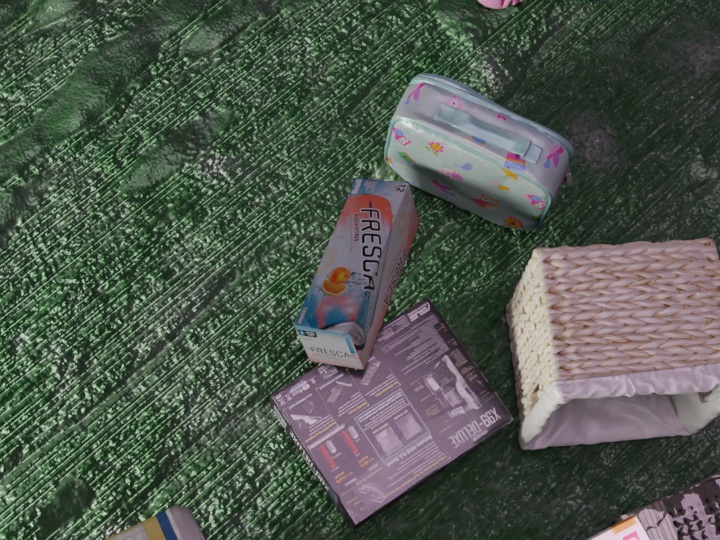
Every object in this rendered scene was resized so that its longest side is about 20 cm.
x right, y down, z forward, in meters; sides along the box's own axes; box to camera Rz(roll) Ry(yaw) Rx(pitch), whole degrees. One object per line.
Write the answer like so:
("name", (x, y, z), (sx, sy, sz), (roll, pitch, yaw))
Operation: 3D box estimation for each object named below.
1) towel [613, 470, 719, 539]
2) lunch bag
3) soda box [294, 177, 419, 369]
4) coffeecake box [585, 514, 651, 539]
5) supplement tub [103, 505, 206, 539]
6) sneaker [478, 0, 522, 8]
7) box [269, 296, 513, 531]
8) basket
("towel", (0.378, 0.308, 1.320), (0.192, 0.035, 0.200), (-19, 75, -7))
("lunch bag", (0.128, -0.124, 1.378), (0.200, 0.160, 0.077), (25, 71, 5))
("soda box", (0.000, 0.000, 1.344), (0.063, 0.068, 0.200), (7, 55, 21))
("coffeecake box", (0.214, 0.351, 1.253), (0.200, 0.073, 0.154), (-26, 75, -4))
("supplement tub", (-0.222, 0.322, 1.205), (0.200, 0.145, 0.145), (-25, 74, -12))
("sneaker", (0.224, -0.369, 1.506), (0.200, 0.095, 0.079), (-22, 72, -13))
("box", (0.032, 0.145, 1.335), (0.200, 0.050, 0.158), (-32, 77, -14))
("basket", (0.260, 0.076, 1.300), (0.199, 0.198, 0.161), (-3, 69, -5))
